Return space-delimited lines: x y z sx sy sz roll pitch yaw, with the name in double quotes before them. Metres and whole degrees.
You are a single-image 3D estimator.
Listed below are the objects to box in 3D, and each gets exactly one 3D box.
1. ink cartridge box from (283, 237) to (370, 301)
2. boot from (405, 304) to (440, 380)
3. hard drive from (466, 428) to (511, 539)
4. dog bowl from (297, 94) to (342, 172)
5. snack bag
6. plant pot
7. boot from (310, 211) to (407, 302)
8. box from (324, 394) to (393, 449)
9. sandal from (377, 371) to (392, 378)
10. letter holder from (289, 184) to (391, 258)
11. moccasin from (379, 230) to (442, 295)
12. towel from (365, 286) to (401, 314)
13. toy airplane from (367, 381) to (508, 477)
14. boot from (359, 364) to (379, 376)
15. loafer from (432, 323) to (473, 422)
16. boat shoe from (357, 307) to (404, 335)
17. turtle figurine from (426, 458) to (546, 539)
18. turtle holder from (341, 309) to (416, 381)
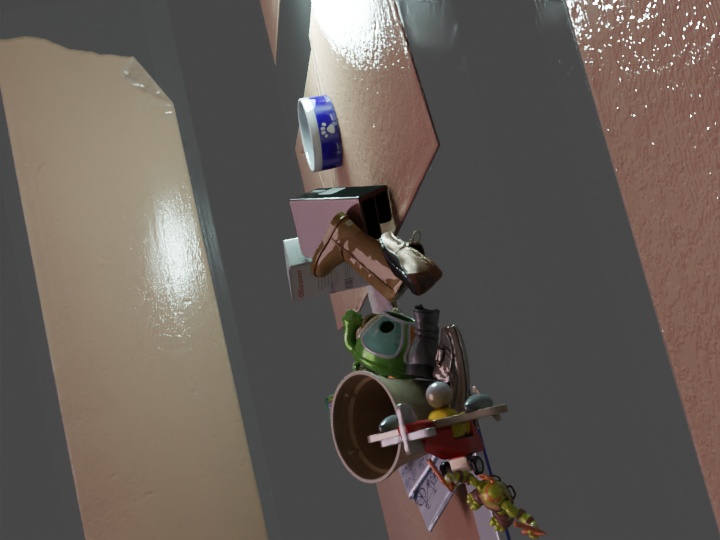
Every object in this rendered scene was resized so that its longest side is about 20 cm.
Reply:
"ink cartridge box" -0.073 -0.018 1.853 0.146 0.199 0.083 91 165 -56
"boot" 0.129 0.135 1.480 0.200 0.069 0.133 51 -135 -78
"hard drive" 0.213 0.385 1.406 0.132 0.025 0.201 112 145 -74
"dog bowl" -0.111 -0.373 2.173 0.200 0.078 0.201 168 90 -80
"snack bag" 0.141 0.403 1.629 0.189 0.021 0.200 -65 28 28
"plant pot" 0.076 0.280 1.495 0.200 0.183 0.202 2 93 51
"boot" 0.000 0.000 1.636 0.200 0.066 0.176 39 132 16
"box" -0.005 0.314 1.657 0.199 0.048 0.118 -11 92 53
"sandal" 0.065 0.221 1.745 0.079 0.059 0.208 -12 64 45
"letter holder" -0.037 -0.101 1.728 0.199 0.100 0.143 2 111 39
"moccasin" 0.092 -0.025 1.480 0.074 0.077 0.201 65 172 -24
"towel" 0.053 0.063 1.912 0.200 0.032 0.192 98 158 -63
"toy airplane" 0.117 0.242 1.274 0.199 0.199 0.142 101 173 -60
"boot" 0.036 0.316 1.698 0.155 0.073 0.201 23 112 38
"loafer" 0.155 0.194 1.389 0.072 0.062 0.201 -132 31 -70
"boat shoe" 0.036 0.117 1.789 0.063 0.073 0.200 58 153 -14
"turtle figurine" 0.196 0.345 1.228 0.199 0.065 0.161 26 161 18
"turtle holder" 0.053 0.151 1.660 0.185 0.140 0.133 30 105 56
